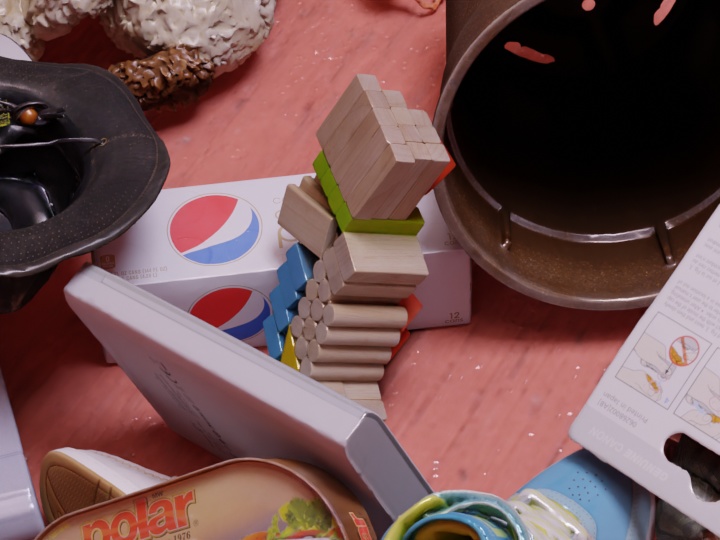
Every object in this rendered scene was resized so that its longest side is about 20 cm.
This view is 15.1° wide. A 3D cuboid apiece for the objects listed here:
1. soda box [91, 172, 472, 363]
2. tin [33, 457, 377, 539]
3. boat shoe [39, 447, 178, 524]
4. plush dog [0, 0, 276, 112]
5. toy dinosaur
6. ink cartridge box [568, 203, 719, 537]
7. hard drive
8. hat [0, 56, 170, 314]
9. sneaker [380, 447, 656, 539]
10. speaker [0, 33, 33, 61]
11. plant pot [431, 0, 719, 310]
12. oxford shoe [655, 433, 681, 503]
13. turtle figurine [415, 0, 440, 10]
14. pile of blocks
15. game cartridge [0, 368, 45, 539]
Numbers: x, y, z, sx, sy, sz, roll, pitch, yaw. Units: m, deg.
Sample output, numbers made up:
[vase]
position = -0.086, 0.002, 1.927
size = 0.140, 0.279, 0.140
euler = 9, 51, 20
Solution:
[soda box]
position = -0.043, -0.005, 1.438
size = 0.198, 0.064, 0.068
euler = -7, 49, -3
[tin]
position = -0.077, 0.152, 1.247
size = 0.199, 0.042, 0.113
euler = -19, 83, 31
[boat shoe]
position = -0.071, 0.140, 1.317
size = 0.199, 0.071, 0.069
euler = 31, 41, 29
[plush dog]
position = -0.124, -0.182, 1.554
size = 0.171, 0.161, 0.200
euler = 36, 55, 0
[toy dinosaur]
position = 0.180, 0.087, 1.260
size = 0.088, 0.048, 0.201
euler = -2, 59, 25
[ink cartridge box]
position = 0.214, 0.036, 1.238
size = 0.162, 0.050, 0.201
euler = 33, 88, 37
[hard drive]
position = -0.045, 0.073, 1.296
size = 0.199, 0.132, 0.026
euler = 25, 69, 40
[hat]
position = -0.190, -0.032, 1.381
size = 0.199, 0.081, 0.201
euler = 3, 34, -2
[sneaker]
position = 0.072, 0.125, 1.208
size = 0.079, 0.131, 0.200
euler = 26, 54, 23
[speaker]
position = -0.263, -0.056, 1.456
size = 0.199, 0.082, 0.081
euler = -30, 54, -33
[plant pot]
position = 0.127, -0.116, 1.442
size = 0.199, 0.201, 0.199
euler = -4, 33, -2
[oxford shoe]
position = 0.212, 0.092, 1.344
size = 0.199, 0.071, 0.074
euler = 23, 51, 19
[turtle figurine]
position = -0.028, -0.244, 1.615
size = 0.161, 0.064, 0.201
euler = 16, 51, -43
[pile of blocks]
position = 0.000, 0.000, 1.371
size = 0.062, 0.201, 0.082
euler = 3, 25, -35
[game cartridge]
position = -0.247, 0.075, 1.395
size = 0.132, 0.041, 0.201
euler = -17, 51, -7
